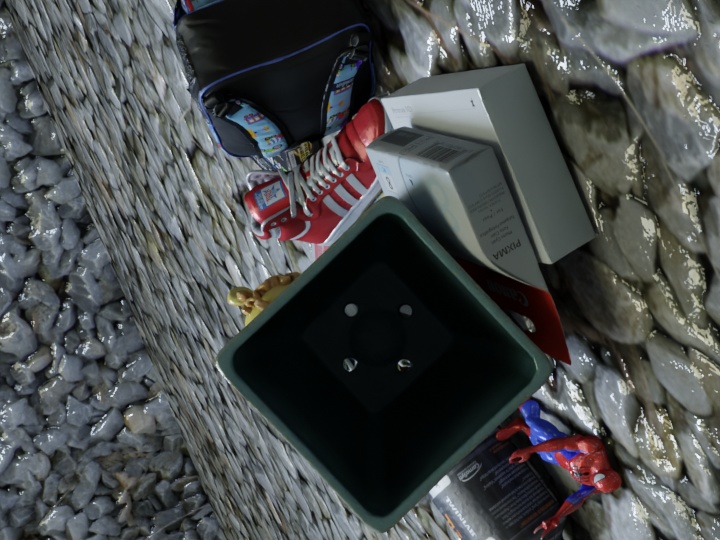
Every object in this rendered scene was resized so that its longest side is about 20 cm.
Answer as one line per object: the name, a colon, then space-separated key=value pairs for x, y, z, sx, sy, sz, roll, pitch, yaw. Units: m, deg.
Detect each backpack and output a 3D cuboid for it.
backpack: x=-0.077 y=-0.197 z=1.325 sx=0.200 sy=0.182 sz=0.135 roll=78 pitch=169 yaw=-72

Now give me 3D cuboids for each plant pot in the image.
plant pot: x=0.017 y=0.067 z=1.187 sx=0.196 sy=0.196 sz=0.200 roll=46 pitch=-177 yaw=-4

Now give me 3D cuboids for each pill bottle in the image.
pill bottle: x=0.140 y=0.239 z=1.429 sx=0.200 sy=0.106 sz=0.106 roll=53 pitch=161 yaw=13

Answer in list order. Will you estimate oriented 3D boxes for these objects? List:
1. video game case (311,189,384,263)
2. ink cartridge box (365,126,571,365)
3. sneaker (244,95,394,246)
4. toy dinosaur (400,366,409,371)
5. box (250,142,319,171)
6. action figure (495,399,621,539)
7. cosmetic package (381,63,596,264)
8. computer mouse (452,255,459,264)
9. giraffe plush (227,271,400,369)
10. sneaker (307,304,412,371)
video game case: x=-0.003 y=-0.049 z=1.408 sx=0.200 sy=0.017 sz=0.143 roll=-29 pitch=62 yaw=60
ink cartridge box: x=0.087 y=-0.015 z=1.147 sx=0.160 sy=0.047 sz=0.200 roll=25 pitch=140 yaw=64
sneaker: x=-0.043 y=-0.093 z=1.343 sx=0.200 sy=0.112 sz=0.071 roll=-59 pitch=39 yaw=44
toy dinosaur: x=0.042 y=0.144 z=1.662 sx=0.200 sy=0.102 sz=0.136 roll=56 pitch=-169 yaw=-57
box: x=-0.118 y=-0.203 z=1.627 sx=0.200 sy=0.050 sz=0.199 roll=44 pitch=154 yaw=48
action figure: x=0.164 y=0.179 z=1.307 sx=0.200 sy=0.099 sz=0.065 roll=23 pitch=139 yaw=61
cosmetic package: x=0.101 y=-0.089 z=1.155 sx=0.151 sy=0.052 sz=0.200 roll=63 pitch=163 yaw=-14
computer mouse: x=0.049 y=-0.009 z=1.365 sx=0.200 sy=0.046 sz=0.141 roll=53 pitch=159 yaw=37
giraffe plush: x=-0.056 y=0.066 z=1.547 sx=0.172 sy=0.162 sz=0.201 roll=-23 pitch=71 yaw=53
sneaker: x=0.017 y=0.082 z=1.327 sx=0.200 sy=0.115 sz=0.076 roll=30 pitch=151 yaw=19
